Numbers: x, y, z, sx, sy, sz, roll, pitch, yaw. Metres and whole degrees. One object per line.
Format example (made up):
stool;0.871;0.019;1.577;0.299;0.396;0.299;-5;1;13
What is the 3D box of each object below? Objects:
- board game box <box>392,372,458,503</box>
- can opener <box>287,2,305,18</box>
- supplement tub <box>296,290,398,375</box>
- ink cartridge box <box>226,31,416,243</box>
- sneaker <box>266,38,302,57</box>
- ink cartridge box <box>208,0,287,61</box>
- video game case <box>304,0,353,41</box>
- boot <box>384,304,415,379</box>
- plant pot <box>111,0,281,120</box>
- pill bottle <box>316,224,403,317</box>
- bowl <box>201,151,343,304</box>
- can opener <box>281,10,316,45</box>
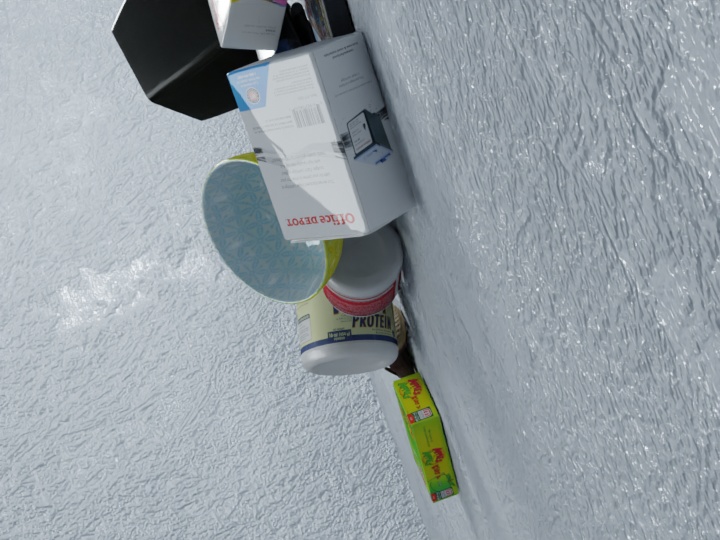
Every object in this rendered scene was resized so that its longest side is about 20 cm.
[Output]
board game box;0.105;0.269;2.076;0.102;0.048;0.200;-115;6;-47
can opener;-0.085;-0.292;1.888;0.063;0.079;0.200;15;121;34
supplement tub;-0.025;0.045;1.920;0.145;0.145;0.200;85;178;-74
ink cartridge box;-0.042;-0.141;1.404;0.146;0.086;0.200;-3;111;47
sneaker;-0.047;-0.202;1.552;0.077;0.085;0.200;7;139;38
ink cartridge box;-0.124;-0.327;1.448;0.117;0.067;0.200;-108;25;-44
video game case;-0.045;-0.317;1.472;0.181;0.025;0.200;-115;7;-54
boot;0.059;0.125;2.068;0.166;0.072;0.200;57;178;-29
plant pot;-0.220;-0.323;1.789;0.200;0.177;0.199;61;-160;19
pill bottle;0.000;0.000;1.752;0.200;0.112;0.112;88;162;-76
bowl;-0.089;-0.069;1.619;0.200;0.108;0.200;22;130;29
can opener;-0.066;-0.280;1.699;0.063;0.079;0.200;23;-150;-33
